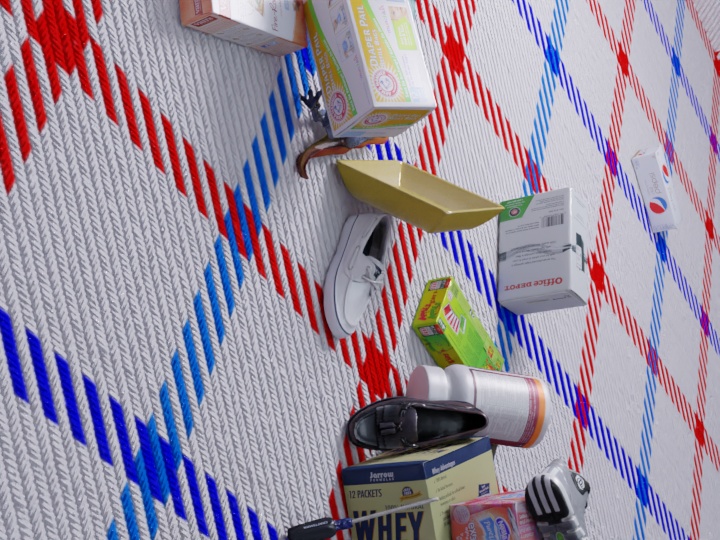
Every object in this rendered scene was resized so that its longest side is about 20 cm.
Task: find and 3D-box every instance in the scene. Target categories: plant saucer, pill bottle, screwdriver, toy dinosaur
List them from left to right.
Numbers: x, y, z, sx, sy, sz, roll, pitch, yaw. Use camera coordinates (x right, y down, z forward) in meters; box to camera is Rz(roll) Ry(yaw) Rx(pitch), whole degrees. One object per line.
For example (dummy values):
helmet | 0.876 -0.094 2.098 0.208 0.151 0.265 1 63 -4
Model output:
toy dinosaur | -0.021 -0.202 1.603 0.201 0.105 0.181 -58 148 -3
screwdriver | 0.006 0.310 1.383 0.029 0.198 0.028 -139 -141 -75
plant saucer | 0.084 -0.105 1.629 0.199 0.199 0.049 -9 122 -58
pill bottle | 0.173 0.199 1.644 0.198 0.110 0.111 10 68 -19

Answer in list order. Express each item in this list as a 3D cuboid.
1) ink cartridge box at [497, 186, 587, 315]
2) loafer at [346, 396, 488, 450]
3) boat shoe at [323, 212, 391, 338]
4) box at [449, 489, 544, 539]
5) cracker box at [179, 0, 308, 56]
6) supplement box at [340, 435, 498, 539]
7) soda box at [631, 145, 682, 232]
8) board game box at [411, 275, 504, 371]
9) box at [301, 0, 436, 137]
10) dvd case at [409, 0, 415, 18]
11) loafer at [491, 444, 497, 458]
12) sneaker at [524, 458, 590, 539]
ink cartridge box | 0.327 -0.031 1.987 0.083 0.146 0.202 33 55 -49
loafer | 0.081 0.208 1.522 0.198 0.063 0.073 -2 86 -19
boat shoe | 0.000 0.000 1.548 0.074 0.065 0.202 42 48 -43
box | 0.211 0.349 1.488 0.199 0.102 0.096 7 75 -58
cracker box | -0.152 -0.365 1.432 0.199 0.057 0.135 3 78 -56
supplement box | 0.094 0.347 1.526 0.199 0.133 0.202 -7 86 -58
soda box | 0.730 -0.200 2.730 0.068 0.063 0.202 -41 116 -54
board game box | 0.159 0.117 1.774 0.201 0.047 0.102 55 40 -31
box | 0.009 -0.288 1.484 0.112 0.101 0.202 -7 77 -36
dvd case | 0.046 -0.477 1.802 0.146 0.022 0.202 31 55 -49
loafer | 0.165 0.288 1.714 0.075 0.068 0.201 37 62 -13
sneaker | 0.282 0.337 1.443 0.115 0.074 0.202 -34 109 -58
